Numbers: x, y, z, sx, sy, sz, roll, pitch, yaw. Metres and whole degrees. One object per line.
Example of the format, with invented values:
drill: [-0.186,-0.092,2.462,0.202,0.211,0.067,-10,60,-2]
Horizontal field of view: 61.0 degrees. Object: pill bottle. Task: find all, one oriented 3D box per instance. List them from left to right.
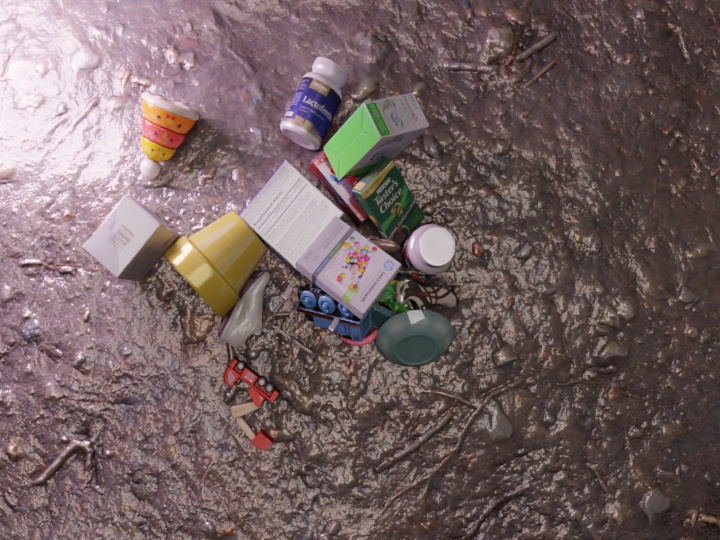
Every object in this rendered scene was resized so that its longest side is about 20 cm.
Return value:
pill bottle: [-0.114,-0.420,1.539,0.113,0.116,0.205,25,84,-3]
pill bottle: [0.167,-0.048,1.496,0.115,0.200,0.124,0,85,-5]

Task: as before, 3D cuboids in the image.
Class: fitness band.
fitness band: [0.014,0.096,1.554,0.143,0.037,0.201,42,82,-1]

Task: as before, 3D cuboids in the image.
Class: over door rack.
over door rack: [-0.154,0.147,1.460,0.145,0.201,0.067,33,47,-2]

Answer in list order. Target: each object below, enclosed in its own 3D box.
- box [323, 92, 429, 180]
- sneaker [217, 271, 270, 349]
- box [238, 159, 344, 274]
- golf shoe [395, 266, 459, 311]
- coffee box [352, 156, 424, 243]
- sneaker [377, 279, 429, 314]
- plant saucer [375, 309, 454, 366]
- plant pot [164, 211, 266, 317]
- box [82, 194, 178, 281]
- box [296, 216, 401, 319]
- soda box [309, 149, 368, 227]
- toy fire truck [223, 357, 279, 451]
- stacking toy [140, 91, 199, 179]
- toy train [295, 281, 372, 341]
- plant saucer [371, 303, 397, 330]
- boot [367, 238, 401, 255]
box: [0.036,-0.324,1.474,0.174,0.199,0.099,-22,83,-39]
sneaker: [-0.270,0.100,1.519,0.098,0.075,0.204,32,87,-17]
box: [-0.170,-0.129,1.518,0.199,0.105,0.185,41,83,-2]
golf shoe: [0.157,0.064,1.483,0.196,0.076,0.091,25,73,-31]
coffee box: [0.072,-0.164,1.516,0.123,0.044,0.202,-44,128,-12]
sneaker: [0.101,0.075,1.508,0.195,0.074,0.086,8,62,-31]
plant saucer: [0.135,0.180,1.491,0.193,0.205,0.039,1,42,-5]
plant pot: [-0.330,-0.028,1.453,0.189,0.201,0.201,-44,91,-12]
box: [-0.531,-0.070,1.431,0.106,0.200,0.154,39,84,-3]
box: [-0.028,-0.009,1.409,0.198,0.041,0.157,37,66,10]
soda box: [-0.043,-0.212,1.552,0.063,0.070,0.201,-40,91,-12]
toy fire truck: [-0.271,0.328,1.504,0.198,0.049,0.143,37,84,-2]
stacking toy: [-0.491,-0.322,1.508,0.142,0.146,0.206,20,102,-3]
toy train: [-0.063,0.094,1.467,0.194,0.087,0.118,10,124,24]
plant saucer: [0.094,0.143,1.516,0.196,0.070,0.019,28,41,-20]
boot: [0.000,0.000,1.518,0.194,0.070,0.151,-1,67,26]
